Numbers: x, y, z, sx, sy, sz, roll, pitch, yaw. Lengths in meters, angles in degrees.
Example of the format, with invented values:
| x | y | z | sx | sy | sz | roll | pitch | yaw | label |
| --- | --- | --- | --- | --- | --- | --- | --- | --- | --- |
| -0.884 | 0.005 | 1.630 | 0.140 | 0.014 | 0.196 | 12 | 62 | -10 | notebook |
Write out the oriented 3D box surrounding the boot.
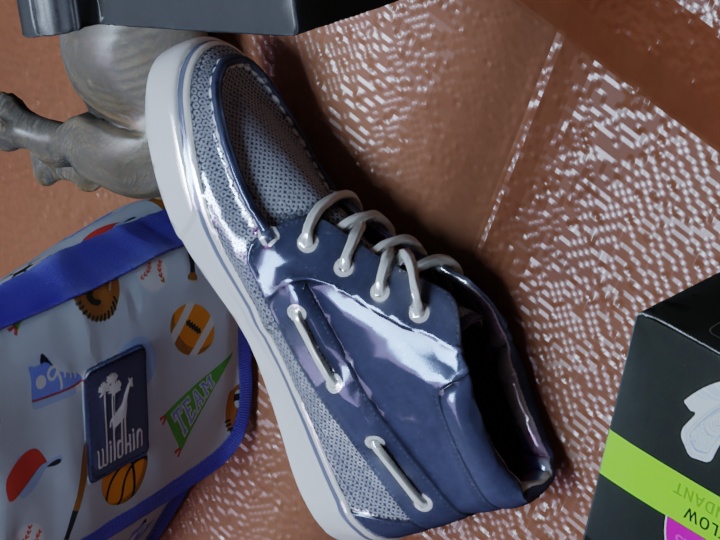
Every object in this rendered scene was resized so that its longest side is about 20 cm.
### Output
| x | y | z | sx | sy | sz | roll | pitch | yaw | label |
| --- | --- | --- | --- | --- | --- | --- | --- | --- | --- |
| 0.000 | 0.000 | 1.039 | 0.090 | 0.073 | 0.200 | -17 | 103 | 39 | boot |

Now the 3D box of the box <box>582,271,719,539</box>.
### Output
| x | y | z | sx | sy | sz | roll | pitch | yaw | label |
| --- | --- | --- | --- | --- | --- | --- | --- | --- | --- |
| 0.179 | 0.097 | 0.861 | 0.200 | 0.124 | 0.149 | 29 | 124 | 31 | box |

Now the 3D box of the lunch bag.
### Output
| x | y | z | sx | sy | sz | roll | pitch | yaw | label |
| --- | --- | --- | --- | --- | --- | --- | --- | --- | --- |
| -0.138 | 0.067 | 1.115 | 0.124 | 0.170 | 0.200 | 46 | 132 | 16 | lunch bag |

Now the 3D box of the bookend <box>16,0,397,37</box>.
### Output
| x | y | z | sx | sy | sz | roll | pitch | yaw | label |
| --- | --- | --- | --- | --- | --- | --- | --- | --- | --- |
| 0.029 | -0.132 | 0.856 | 0.198 | 0.200 | 0.092 | 8 | 112 | 42 | bookend |

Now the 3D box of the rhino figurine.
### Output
| x | y | z | sx | sy | sz | roll | pitch | yaw | label |
| --- | --- | --- | --- | --- | --- | --- | --- | --- | --- |
| -0.092 | -0.117 | 1.074 | 0.087 | 0.060 | 0.201 | 11 | 113 | 25 | rhino figurine |
